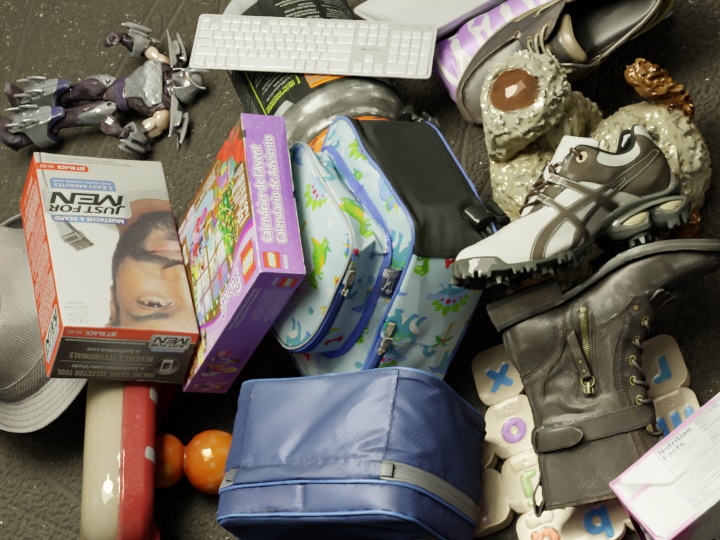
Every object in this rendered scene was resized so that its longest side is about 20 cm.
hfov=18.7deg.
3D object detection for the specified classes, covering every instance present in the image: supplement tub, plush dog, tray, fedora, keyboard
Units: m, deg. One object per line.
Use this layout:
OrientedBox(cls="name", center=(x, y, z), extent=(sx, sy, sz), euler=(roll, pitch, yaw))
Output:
OrientedBox(cls="supplement tub", center=(-0.037, -0.149, 1.852), extent=(0.122, 0.123, 0.200), euler=(-30, 53, 6))
OrientedBox(cls="plush dog", center=(0.188, -0.071, 1.710), extent=(0.171, 0.160, 0.201), euler=(-5, 87, 7))
OrientedBox(cls="tray", center=(0.102, -0.246, 1.868), extent=(0.200, 0.022, 0.107), euler=(-30, 31, -14))
OrientedBox(cls="fedora", center=(-0.302, 0.029, 1.804), extent=(0.177, 0.090, 0.200), euler=(-48, 46, 16))
OrientedBox(cls="keyboard", center=(-0.039, -0.183, 1.794), extent=(0.199, 0.011, 0.056), euler=(3, 52, 9))

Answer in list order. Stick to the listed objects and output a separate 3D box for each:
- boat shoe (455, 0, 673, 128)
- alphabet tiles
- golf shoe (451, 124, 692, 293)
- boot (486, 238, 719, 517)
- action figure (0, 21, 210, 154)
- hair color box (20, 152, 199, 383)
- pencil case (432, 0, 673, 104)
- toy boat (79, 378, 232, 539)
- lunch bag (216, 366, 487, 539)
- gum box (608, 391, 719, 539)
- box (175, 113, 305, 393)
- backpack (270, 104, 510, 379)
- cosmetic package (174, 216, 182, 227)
OrientedBox(cls="boat shoe", center=(0.159, -0.185, 1.738), extent=(0.200, 0.073, 0.075), euler=(-37, 90, 8))
OrientedBox(cls="alphabet tiles", center=(0.160, 0.125, 1.659), extent=(0.200, 0.015, 0.196), euler=(-24, 54, 11))
OrientedBox(cls="golf shoe", center=(0.143, -0.045, 1.598), extent=(0.200, 0.078, 0.095), euler=(-20, 89, -27))
OrientedBox(cls="boot", center=(0.197, 0.078, 1.598), extent=(0.200, 0.069, 0.174), euler=(-20, 85, 8))
OrientedBox(cls="action figure", center=(-0.229, -0.156, 1.984), extent=(0.200, 0.069, 0.130), euler=(-11, 52, 16))
OrientedBox(cls="hair color box", center=(-0.201, -0.004, 1.740), extent=(0.111, 0.064, 0.200), euler=(3, 44, -21))
OrientedBox(cls="pencil case", center=(0.153, -0.201, 1.818), extent=(0.200, 0.084, 0.086), euler=(-29, 25, 6))
OrientedBox(cls="toy boat", center=(-0.156, 0.149, 1.749), extent=(0.130, 0.131, 0.200), euler=(3, 59, -7))
OrientedBox(cls="lunch bag", center=(-0.014, 0.161, 1.639), extent=(0.200, 0.136, 0.133), euler=(-8, 60, 31))
OrientedBox(cls="gum box", center=(0.275, 0.138, 1.533), extent=(0.200, 0.114, 0.066), euler=(-39, 52, -1))
OrientedBox(cls="box", center=(-0.098, -0.010, 1.680), extent=(0.039, 0.200, 0.137), euler=(3, 60, -22))
OrientedBox(cls="backpack", center=(0.000, 0.000, 1.687), extent=(0.147, 0.200, 0.183), euler=(0, 36, -26))
OrientedBox(cls="cosmetic package", center=(-0.176, 0.008, 1.856), extent=(0.200, 0.071, 0.102), euler=(15, 69, 32))
